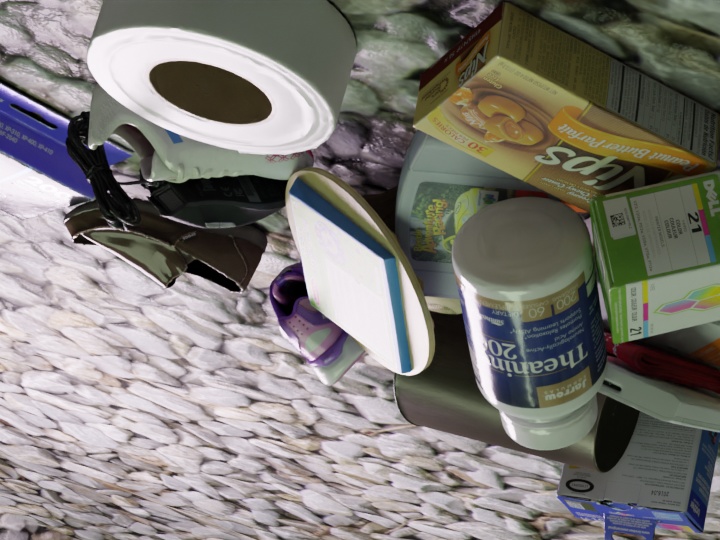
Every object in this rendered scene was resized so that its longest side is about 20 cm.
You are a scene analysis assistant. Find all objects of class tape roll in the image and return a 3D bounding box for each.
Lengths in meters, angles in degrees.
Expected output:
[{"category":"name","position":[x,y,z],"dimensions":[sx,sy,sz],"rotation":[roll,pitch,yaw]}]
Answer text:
[{"category":"tape roll","position":[-0.106,-0.165,1.567],"dimensions":[0.202,0.071,0.203],"rotation":[13,159,5]}]

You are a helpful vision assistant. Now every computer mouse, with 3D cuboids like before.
[{"category":"computer mouse","position":[-0.165,-0.086,1.778],"dimensions":[0.199,0.141,0.046],"rotation":[-8,142,-37]}]

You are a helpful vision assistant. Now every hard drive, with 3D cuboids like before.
[{"category":"hard drive","position":[0.264,0.108,1.795],"dimensions":[0.132,0.026,0.200],"rotation":[24,-175,33]}]

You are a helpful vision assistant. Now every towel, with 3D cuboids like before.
[{"category":"towel","position":[0.229,0.064,1.853],"dimensions":[0.144,0.023,0.200],"rotation":[18,-175,-40]}]

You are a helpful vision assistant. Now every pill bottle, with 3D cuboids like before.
[{"category":"pill bottle","position":[0.141,0.048,1.644],"dimensions":[0.111,0.111,0.200],"rotation":[7,135,22]}]

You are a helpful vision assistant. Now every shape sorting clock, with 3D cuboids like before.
[{"category":"shape sorting clock","position":[0.000,0.000,1.731],"dimensions":[0.200,0.039,0.200],"rotation":[42,153,27]}]

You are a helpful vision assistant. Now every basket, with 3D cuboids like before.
[{"category":"basket","position":[0.158,0.112,1.952],"dimensions":[0.199,0.136,0.180],"rotation":[17,177,26]}]

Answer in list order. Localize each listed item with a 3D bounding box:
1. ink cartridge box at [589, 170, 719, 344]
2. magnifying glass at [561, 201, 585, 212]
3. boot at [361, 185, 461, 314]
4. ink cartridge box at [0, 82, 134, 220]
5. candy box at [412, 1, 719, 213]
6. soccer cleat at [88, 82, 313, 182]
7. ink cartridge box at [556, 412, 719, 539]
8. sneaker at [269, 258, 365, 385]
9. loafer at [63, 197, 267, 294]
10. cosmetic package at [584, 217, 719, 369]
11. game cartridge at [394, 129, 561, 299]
[{"category":"ink cartridge box","position":[0.280,-0.019,1.543],"dimensions":[0.199,0.076,0.148],"rotation":[-12,161,5]},{"category":"magnifying glass","position":[0.218,-0.056,1.687],"dimensions":[0.199,0.022,0.080],"rotation":[6,158,27]},{"category":"boot","position":[0.075,-0.017,1.822],"dimensions":[0.200,0.073,0.155],"rotation":[-10,152,39]},{"category":"ink cartridge box","position":[-0.345,-0.116,1.909],"dimensions":[0.198,0.044,0.200],"rotation":[28,155,-31]},{"category":"candy box","position":[0.153,-0.111,1.513],"dimensions":[0.199,0.055,0.115],"rotation":[24,147,-23]},{"category":"soccer cleat","position":[-0.139,-0.102,1.731],"dimensions":[0.199,0.087,0.070],"rotation":[21,159,-15]},{"category":"ink cartridge box","position":[0.275,0.176,1.991],"dimensions":[0.136,0.201,0.076],"rotation":[5,157,28]},{"category":"sneaker","position":[-0.043,0.020,1.894],"dimensions":[0.088,0.200,0.081],"rotation":[35,110,-20]},{"category":"loafer","position":[-0.189,-0.021,1.965],"dimensions":[0.199,0.071,0.073],"rotation":[10,163,-11]},{"category":"cosmetic package","position":[0.275,0.021,1.775],"dimensions":[0.199,0.071,0.101],"rotation":[19,160,-9]},{"category":"game cartridge","position":[0.095,-0.047,1.663],"dimensions":[0.133,0.041,0.200],"rotation":[7,138,4]}]
